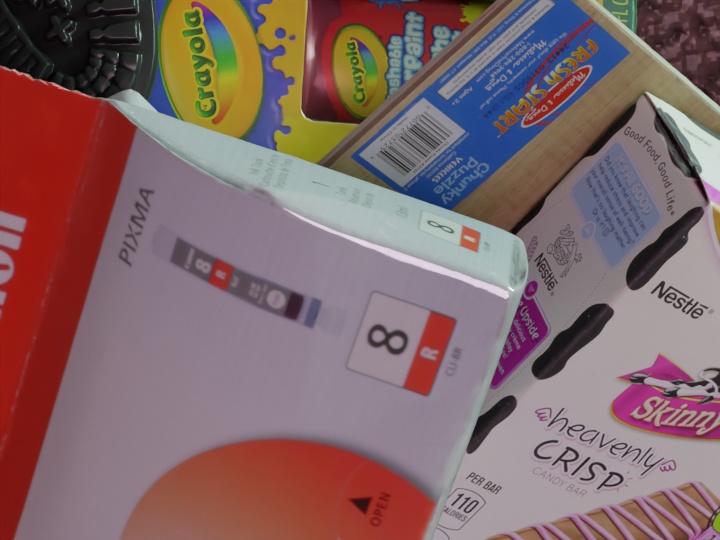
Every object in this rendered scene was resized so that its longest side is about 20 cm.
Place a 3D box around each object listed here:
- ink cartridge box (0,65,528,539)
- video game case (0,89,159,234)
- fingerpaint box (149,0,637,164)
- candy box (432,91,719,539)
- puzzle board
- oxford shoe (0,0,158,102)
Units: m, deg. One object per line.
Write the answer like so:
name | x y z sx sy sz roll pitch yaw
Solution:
ink cartridge box | -0.069 0.035 0.781 0.199 0.050 0.163 17 114 -5
video game case | -0.107 0.034 0.876 0.200 0.022 0.182 -24 139 19
fingerpaint box | 0.007 -0.125 0.888 0.166 0.073 0.201 4 83 -9
candy box | 0.081 0.054 0.860 0.136 0.061 0.200 26 116 -35
puzzle board | 0.028 0.002 0.846 0.200 0.017 0.151 -42 133 16
oxford shoe | -0.108 -0.117 0.864 0.073 0.200 0.084 -25 152 3
